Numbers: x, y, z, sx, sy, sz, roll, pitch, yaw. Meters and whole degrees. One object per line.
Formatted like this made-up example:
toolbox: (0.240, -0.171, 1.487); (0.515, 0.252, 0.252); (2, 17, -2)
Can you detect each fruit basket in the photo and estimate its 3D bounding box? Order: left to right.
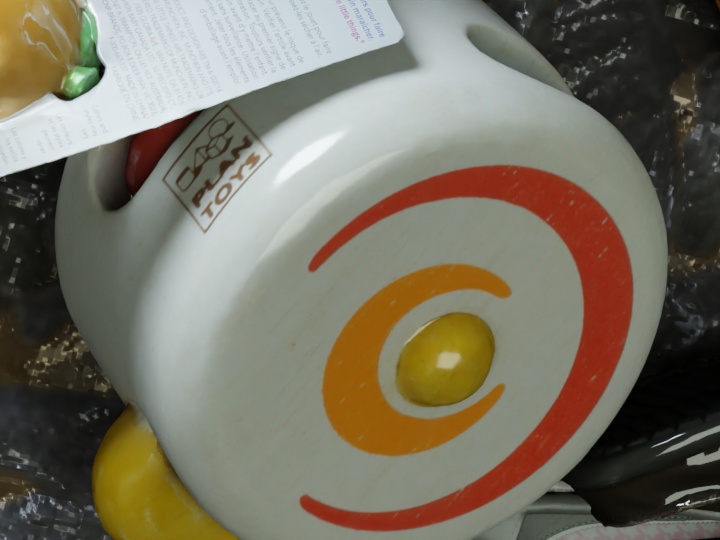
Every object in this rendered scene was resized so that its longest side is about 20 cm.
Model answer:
fruit basket: (-0.110, -0.099, 0.904); (0.200, 0.185, 0.094); (-17, 143, -14)

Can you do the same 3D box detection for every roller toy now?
roller toy: (0.000, 0.000, 0.938); (0.200, 0.140, 0.183); (-12, 125, -22)

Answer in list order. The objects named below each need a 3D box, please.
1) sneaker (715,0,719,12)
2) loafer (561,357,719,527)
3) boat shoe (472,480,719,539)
sneaker: (0.088, -0.161, 0.973); (0.112, 0.078, 0.200); (-13, 87, -3)
loafer: (0.167, 0.065, 0.995); (0.200, 0.073, 0.071); (-11, 102, -15)
boat shoe: (0.079, 0.098, 1.039); (0.200, 0.057, 0.067); (-6, 127, -13)
